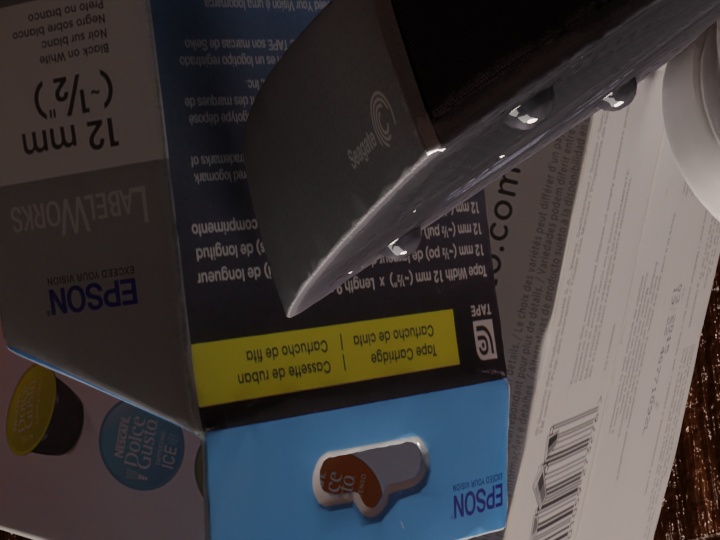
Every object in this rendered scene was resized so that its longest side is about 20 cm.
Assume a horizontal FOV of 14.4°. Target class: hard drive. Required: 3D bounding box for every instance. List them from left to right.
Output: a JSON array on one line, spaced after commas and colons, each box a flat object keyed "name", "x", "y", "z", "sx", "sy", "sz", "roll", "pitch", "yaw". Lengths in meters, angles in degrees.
[{"name": "hard drive", "x": 0.036, "y": -0.050, "z": 0.603, "sx": 0.135, "sy": 0.042, "sz": 0.200, "roll": -34, "pitch": 177, "yaw": -12}]

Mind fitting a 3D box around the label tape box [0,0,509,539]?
[{"name": "label tape box", "x": -0.030, "y": -0.023, "z": 0.735, "sx": 0.066, "sy": 0.200, "sz": 0.143, "roll": -5, "pitch": -179, "yaw": 34}]

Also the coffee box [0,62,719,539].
[{"name": "coffee box", "x": 0.000, "y": 0.000, "z": 0.967, "sx": 0.198, "sy": 0.200, "sz": 0.200, "roll": 15, "pitch": -172, "yaw": 20}]

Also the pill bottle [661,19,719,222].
[{"name": "pill bottle", "x": 0.175, "y": -0.074, "z": 0.818, "sx": 0.112, "sy": 0.112, "sz": 0.200, "roll": -7, "pitch": 166, "yaw": -30}]
